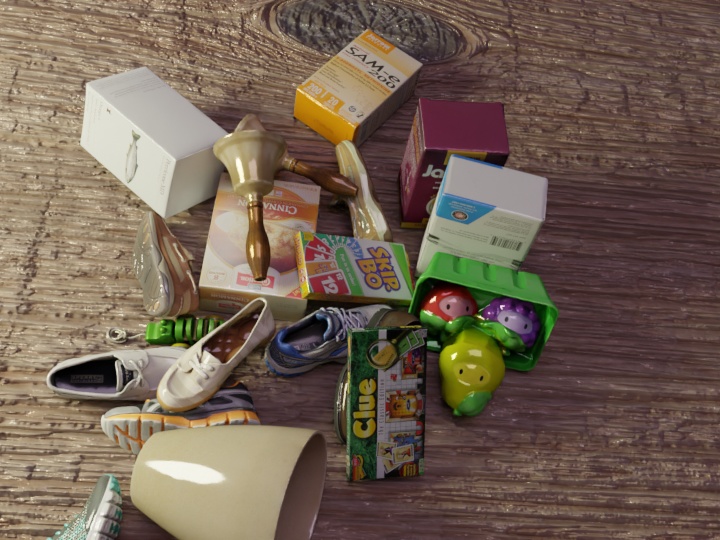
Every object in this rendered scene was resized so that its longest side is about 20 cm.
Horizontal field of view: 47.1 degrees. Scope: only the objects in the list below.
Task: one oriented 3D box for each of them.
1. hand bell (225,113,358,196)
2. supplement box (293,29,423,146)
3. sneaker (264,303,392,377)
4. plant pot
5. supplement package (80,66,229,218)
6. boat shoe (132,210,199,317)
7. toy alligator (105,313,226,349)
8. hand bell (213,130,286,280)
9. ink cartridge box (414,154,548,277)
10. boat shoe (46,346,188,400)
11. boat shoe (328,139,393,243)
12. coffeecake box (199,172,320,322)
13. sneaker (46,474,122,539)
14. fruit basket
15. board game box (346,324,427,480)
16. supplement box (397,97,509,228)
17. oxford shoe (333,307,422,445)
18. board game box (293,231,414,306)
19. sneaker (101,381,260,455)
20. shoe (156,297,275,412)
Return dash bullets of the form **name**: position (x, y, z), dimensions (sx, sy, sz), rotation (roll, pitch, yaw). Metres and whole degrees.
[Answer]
- **hand bell**: position (-0.095, -0.159, 1.270), dimensions (0.199, 0.104, 0.104), rotation (22, 58, 11)
- **supplement box**: position (-0.003, -0.308, 1.406), dimensions (0.126, 0.074, 0.200), rotation (35, 59, 12)
- **sneaker**: position (-0.034, 0.089, 1.150), dimensions (0.199, 0.085, 0.077), rotation (-20, 64, -21)
- **plant pot**: position (-0.163, 0.260, 0.984), dimensions (0.199, 0.188, 0.188), rotation (12, 57, 13)
- **supplement package**: position (-0.310, -0.195, 1.245), dimensions (0.200, 0.117, 0.117), rotation (39, 42, 17)
- **boat shoe**: position (-0.277, -0.007, 1.180), dimensions (0.072, 0.076, 0.200), rotation (10, 40, -34)
- **toy alligator**: position (-0.251, 0.085, 1.135), dimensions (0.199, 0.054, 0.059), rotation (4, 58, -7)
- **hand bell**: position (-0.146, -0.083, 1.155), dimensions (0.104, 0.104, 0.201), rotation (-4, 71, -12)
- **ink cartridge box**: position (0.172, -0.059, 1.208), dimensions (0.145, 0.200, 0.085), rotation (14, 55, -1)
- **boat shoe**: position (-0.305, 0.135, 1.076), dimensions (0.199, 0.066, 0.072), rotation (1, 84, -8)
- **boat shoe**: position (-0.015, -0.117, 1.295), dimensions (0.076, 0.072, 0.200), rotation (-19, 61, -2)
- **coffeecake box**: position (-0.146, -0.035, 1.216), dimensions (0.153, 0.073, 0.201), rotation (8, 58, -6)
- **sneaker**: position (-0.343, 0.329, 0.962), dimensions (0.091, 0.078, 0.200), rotation (12, 56, 3)
- **fruit basket**: position (0.161, 0.092, 1.156), dimensions (0.215, 0.156, 0.216), rotation (8, 41, -7)
- **board game box**: position (0.034, 0.172, 1.073), dimensions (0.104, 0.023, 0.201), rotation (-2, 99, -12)
- **supplement box**: position (0.137, -0.157, 1.262), dimensions (0.130, 0.200, 0.104), rotation (2, 58, -7)
- **oxford shoe**: position (0.025, 0.142, 1.109), dimensions (0.073, 0.084, 0.201), rotation (36, 70, -37)
- **board game box**: position (0.000, 0.000, 1.200), dimensions (0.199, 0.030, 0.096), rotation (7, 62, -35)
- **sneaker**: position (-0.232, 0.188, 1.071), dimensions (0.199, 0.078, 0.077), rotation (0, 46, -13)
- **shoe**: position (-0.186, 0.104, 1.071), dimensions (0.070, 0.053, 0.200), rotation (33, 50, 18)
